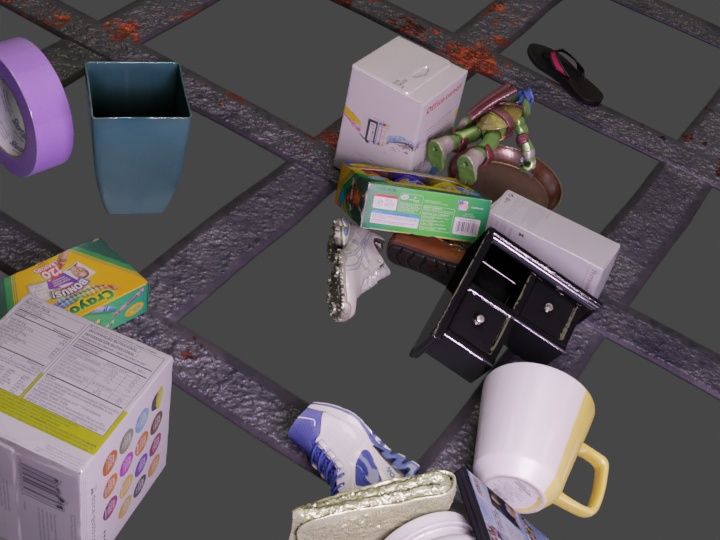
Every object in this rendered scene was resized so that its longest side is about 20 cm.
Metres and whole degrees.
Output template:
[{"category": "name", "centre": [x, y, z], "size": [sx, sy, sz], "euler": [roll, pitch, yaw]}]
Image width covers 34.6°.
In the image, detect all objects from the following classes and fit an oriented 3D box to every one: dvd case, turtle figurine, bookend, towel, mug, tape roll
[{"category": "dvd case", "centre": [0.185, 0.326, 1.329], "size": [0.200, 0.018, 0.143], "euler": [44, 18, -33]}, {"category": "turtle figurine", "centre": [0.205, -0.192, 1.884], "size": [0.193, 0.200, 0.144], "euler": [-33, 81, -34]}, {"category": "bookend", "centre": [0.205, 0.081, 1.627], "size": [0.198, 0.092, 0.201], "euler": [34, 61, -3]}, {"category": "towel", "centre": [0.012, 0.298, 1.316], "size": [0.198, 0.149, 0.037], "euler": [-11, 45, -16]}, {"category": "mug", "centre": [0.228, 0.226, 1.469], "size": [0.185, 0.150, 0.154], "euler": [14, 49, 12]}, {"category": "tape roll", "centre": [-0.516, -0.246, 1.750], "size": [0.065, 0.201, 0.200], "euler": [-28, 55, -36]}]

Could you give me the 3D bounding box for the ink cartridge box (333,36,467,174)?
[{"category": "ink cartridge box", "centre": [0.064, -0.250, 1.900], "size": [0.144, 0.201, 0.147], "euler": [30, 44, 19]}]

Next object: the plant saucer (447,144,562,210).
[{"category": "plant saucer", "centre": [0.240, -0.141, 1.951], "size": [0.198, 0.035, 0.201], "euler": [7, 43, -7]}]

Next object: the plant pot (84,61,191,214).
[{"category": "plant pot", "centre": [-0.339, -0.188, 1.732], "size": [0.140, 0.201, 0.142], "euler": [-2, 43, -17]}]

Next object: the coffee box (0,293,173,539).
[{"category": "coffee box", "centre": [-0.349, 0.187, 1.319], "size": [0.199, 0.201, 0.198], "euler": [21, 41, 11]}]

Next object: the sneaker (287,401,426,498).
[{"category": "sneaker", "centre": [-0.016, 0.252, 1.420], "size": [0.199, 0.081, 0.115], "euler": [32, 43, 18]}]

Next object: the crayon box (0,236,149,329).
[{"category": "crayon box", "centre": [-0.401, 0.043, 1.570], "size": [0.119, 0.059, 0.199], "euler": [38, 47, 26]}]

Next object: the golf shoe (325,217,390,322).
[{"category": "golf shoe", "centre": [0.000, 0.000, 1.709], "size": [0.096, 0.079, 0.201], "euler": [12, 42, -10]}]

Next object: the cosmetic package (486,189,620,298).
[{"category": "cosmetic package", "centre": [0.284, -0.024, 1.777], "size": [0.199, 0.113, 0.081], "euler": [28, 43, 20]}]

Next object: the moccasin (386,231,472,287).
[{"category": "moccasin", "centre": [0.140, -0.015, 1.765], "size": [0.200, 0.074, 0.078], "euler": [20, 49, 22]}]

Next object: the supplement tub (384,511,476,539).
[{"category": "supplement tub", "centre": [0.105, 0.382, 1.263], "size": [0.139, 0.141, 0.201], "euler": [-9, 46, -23]}]

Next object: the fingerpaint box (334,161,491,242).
[{"category": "fingerpaint box", "centre": [0.078, -0.107, 1.777], "size": [0.198, 0.074, 0.167], "euler": [7, 14, -17]}]

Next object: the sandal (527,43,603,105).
[{"category": "sandal", "centre": [0.405, -0.395, 2.261], "size": [0.075, 0.045, 0.200], "euler": [-19, 50, -30]}]
